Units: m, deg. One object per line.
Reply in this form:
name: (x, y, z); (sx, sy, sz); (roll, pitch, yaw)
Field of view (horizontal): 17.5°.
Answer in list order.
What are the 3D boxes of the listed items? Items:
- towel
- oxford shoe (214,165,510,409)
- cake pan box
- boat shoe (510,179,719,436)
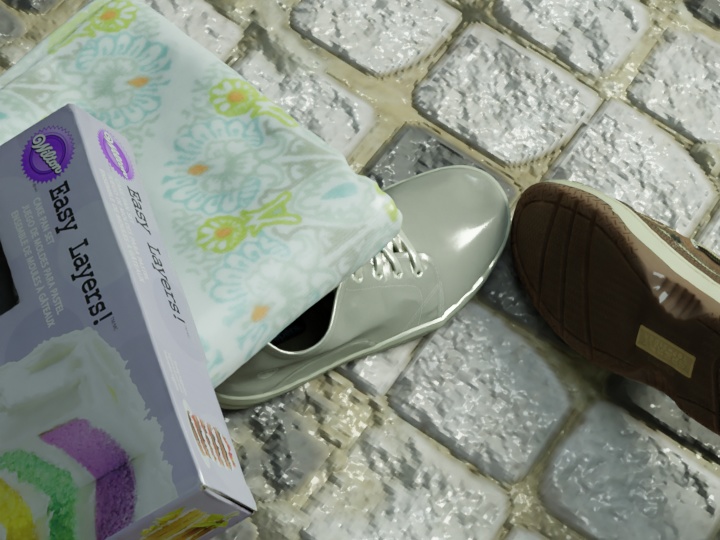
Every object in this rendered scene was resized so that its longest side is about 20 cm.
towel: (-0.108, -0.027, 1.052); (0.171, 0.048, 0.200); (-41, 59, -17)
oxford shoe: (0.000, 0.000, 1.104); (0.199, 0.058, 0.075); (-29, 65, -32)
cake pan box: (-0.154, 0.053, 0.959); (0.183, 0.052, 0.201); (-28, 60, 13)
boat shoe: (0.153, 0.021, 1.111); (0.074, 0.075, 0.202); (-4, 34, -38)
